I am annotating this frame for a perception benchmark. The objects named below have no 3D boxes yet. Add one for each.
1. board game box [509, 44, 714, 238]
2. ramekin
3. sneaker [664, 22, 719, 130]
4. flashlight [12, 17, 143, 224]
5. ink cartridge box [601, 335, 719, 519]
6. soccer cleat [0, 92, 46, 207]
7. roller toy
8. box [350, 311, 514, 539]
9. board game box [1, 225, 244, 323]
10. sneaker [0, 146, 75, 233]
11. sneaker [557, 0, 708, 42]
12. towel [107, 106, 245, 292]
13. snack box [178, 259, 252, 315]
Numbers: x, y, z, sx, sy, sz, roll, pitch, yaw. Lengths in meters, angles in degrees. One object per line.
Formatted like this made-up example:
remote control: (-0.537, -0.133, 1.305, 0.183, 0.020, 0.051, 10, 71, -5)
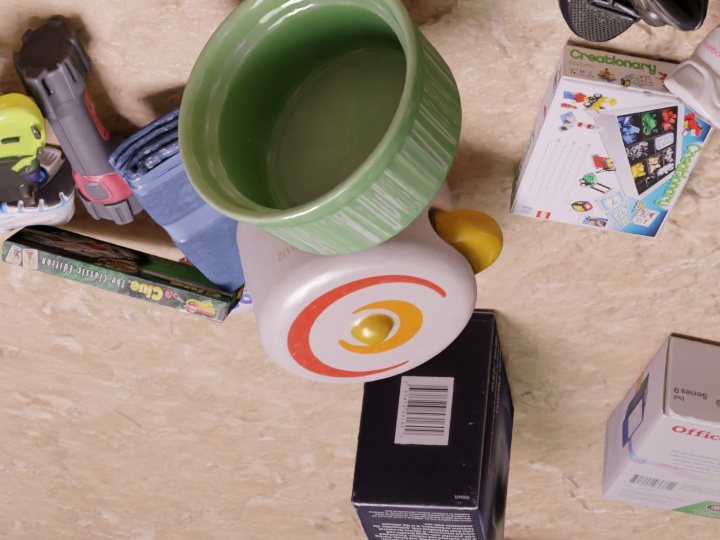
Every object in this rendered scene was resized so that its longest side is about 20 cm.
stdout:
board game box: (0.197, -0.096, 1.639, 0.125, 0.035, 0.200, 10, 150, -4)
ramekin: (-0.024, -0.109, 1.519, 0.199, 0.201, 0.098, -10, 153, 29)
sneaker: (0.308, -0.132, 1.512, 0.199, 0.078, 0.100, 16, 113, -51)
flashlight: (-0.218, -0.119, 1.680, 0.068, 0.068, 0.200, -34, 143, -11)
ink cartridge box: (0.325, 0.153, 1.986, 0.144, 0.088, 0.200, 11, 152, -6)
soccer cleat: (-0.285, -0.108, 1.663, 0.064, 0.084, 0.200, -9, 167, -11)
roller toy: (0.000, 0.000, 1.707, 0.199, 0.140, 0.183, 2, 141, -23)
box: (0.073, 0.169, 1.965, 0.122, 0.201, 0.199, 2, 151, 10)
board game box: (-0.204, 0.000, 1.831, 0.199, 0.024, 0.105, 16, -171, 3)
sneaker: (-0.338, -0.062, 1.800, 0.198, 0.075, 0.087, 6, 156, 4)
sneaker: (0.179, -0.191, 1.405, 0.076, 0.115, 0.200, 18, 151, -13)
towel: (-0.118, -0.066, 1.732, 0.111, 0.049, 0.200, -30, 144, 4)
snack box: (-0.072, -0.006, 1.872, 0.199, 0.024, 0.072, -18, 140, 38)
